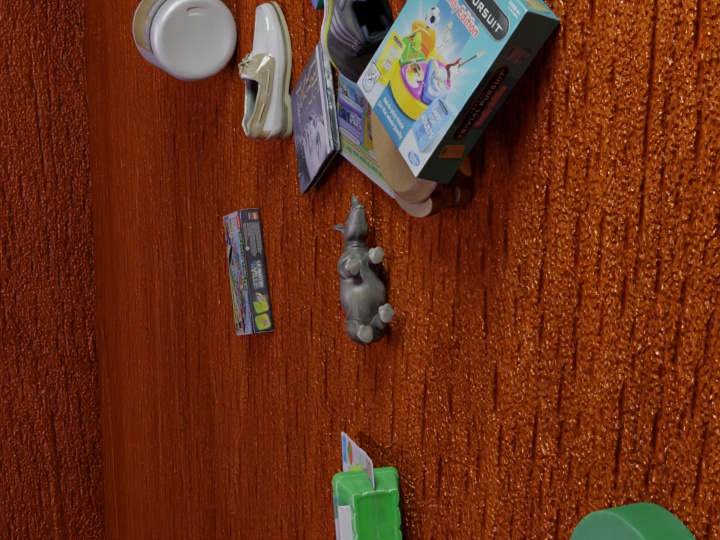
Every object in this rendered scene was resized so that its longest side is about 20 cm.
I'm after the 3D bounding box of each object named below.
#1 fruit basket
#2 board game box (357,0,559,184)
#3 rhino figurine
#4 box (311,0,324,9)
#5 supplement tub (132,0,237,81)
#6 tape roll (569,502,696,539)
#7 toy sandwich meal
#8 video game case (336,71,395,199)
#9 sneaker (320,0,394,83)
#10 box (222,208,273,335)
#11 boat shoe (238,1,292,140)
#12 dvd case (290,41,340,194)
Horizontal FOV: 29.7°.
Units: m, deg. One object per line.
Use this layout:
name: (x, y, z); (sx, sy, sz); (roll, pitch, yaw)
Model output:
fruit basket: (-0.004, 0.319, 1.768); (0.200, 0.093, 0.187); (-166, 71, -71)
board game box: (0.089, -0.211, 1.326); (0.201, 0.047, 0.151); (-56, 45, 30)
rhino figurine: (0.000, 0.000, 1.709); (0.087, 0.059, 0.202); (120, 144, -73)
box: (-0.035, -0.440, 1.696); (0.201, 0.048, 0.118); (110, 146, -47)
supplement tub: (-0.298, -0.399, 2.259); (0.200, 0.143, 0.146); (-144, 51, -63)
tape roll: (0.244, 0.305, 1.173); (0.200, 0.048, 0.202); (174, 90, -69)
toy sandwich meal: (0.073, -0.158, 1.470); (0.205, 0.070, 0.207); (177, 90, -68)
video game case: (0.016, -0.206, 1.662); (0.200, 0.022, 0.184); (-135, 44, -58)
sneaker: (-0.001, -0.271, 1.516); (0.081, 0.074, 0.201); (55, 169, 30)
box: (-0.185, 0.003, 2.231); (0.110, 0.034, 0.202); (167, 97, -69)
boat shoe: (-0.142, -0.291, 1.986); (0.075, 0.068, 0.202); (-171, 76, -68)
dvd case: (-0.064, -0.203, 1.847); (0.200, 0.016, 0.150); (137, 128, -70)
